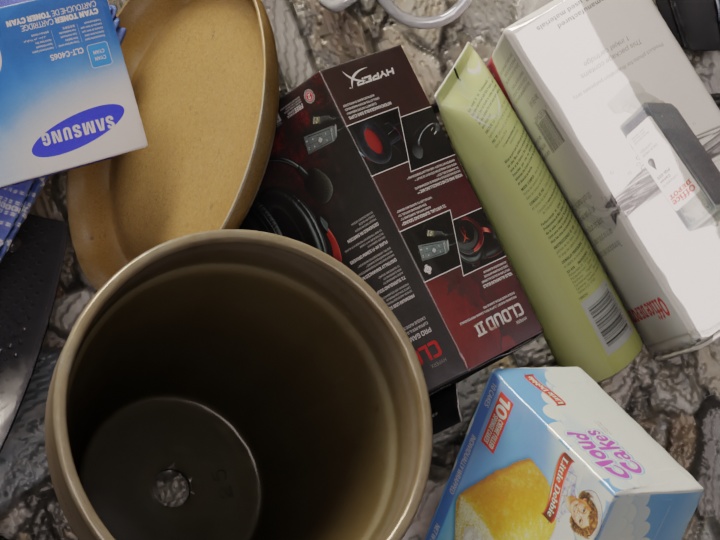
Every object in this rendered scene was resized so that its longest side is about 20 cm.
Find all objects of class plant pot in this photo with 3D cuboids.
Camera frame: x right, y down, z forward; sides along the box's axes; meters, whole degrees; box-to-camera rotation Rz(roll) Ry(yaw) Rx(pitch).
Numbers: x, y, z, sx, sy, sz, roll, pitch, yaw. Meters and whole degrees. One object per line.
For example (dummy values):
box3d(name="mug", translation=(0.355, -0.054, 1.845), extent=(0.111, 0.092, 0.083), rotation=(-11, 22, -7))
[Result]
box3d(name="plant pot", translation=(-0.103, -0.078, 1.209), extent=(0.027, 0.199, 0.202), rotation=(13, 85, -36))
box3d(name="plant pot", translation=(-0.083, 0.101, 1.151), extent=(0.198, 0.174, 0.202), rotation=(7, 69, -18))

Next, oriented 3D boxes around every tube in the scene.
box3d(name="tube", translation=(0.096, -0.030, 1.225), extent=(0.052, 0.058, 0.201), rotation=(-33, 109, -12))

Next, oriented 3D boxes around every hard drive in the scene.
box3d(name="hard drive", translation=(-0.246, 0.043, 1.206), extent=(0.134, 0.043, 0.201), rotation=(11, 48, 0))

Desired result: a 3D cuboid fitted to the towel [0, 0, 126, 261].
box3d(name="towel", translation=(-0.237, -0.086, 1.233), extent=(0.144, 0.024, 0.201), rotation=(19, 69, 16))

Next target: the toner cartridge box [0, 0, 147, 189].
box3d(name="toner cartridge box", translation=(-0.220, -0.086, 1.159), extent=(0.199, 0.043, 0.096), rotation=(-19, 96, -31))

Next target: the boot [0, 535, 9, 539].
box3d(name="boot", translation=(-0.202, 0.159, 1.228), extent=(0.156, 0.079, 0.213), rotation=(-10, 91, 2))

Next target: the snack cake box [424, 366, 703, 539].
box3d(name="snack cake box", translation=(0.093, 0.166, 1.167), extent=(0.067, 0.115, 0.201), rotation=(1, 121, -36))

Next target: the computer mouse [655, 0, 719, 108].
box3d(name="computer mouse", translation=(0.234, -0.180, 1.272), extent=(0.139, 0.046, 0.202), rotation=(-11, 86, 0))

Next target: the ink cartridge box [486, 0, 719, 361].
box3d(name="ink cartridge box", translation=(0.158, -0.056, 1.213), extent=(0.084, 0.146, 0.201), rotation=(-30, 87, -4))

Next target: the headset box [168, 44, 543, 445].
box3d(name="headset box", translation=(0.000, 0.000, 1.204), extent=(0.075, 0.148, 0.201), rotation=(-23, 86, -46))

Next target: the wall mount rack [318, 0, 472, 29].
box3d(name="wall mount rack", translation=(0.021, -0.249, 1.249), extent=(0.173, 0.075, 0.201), rotation=(-33, 107, 0))
